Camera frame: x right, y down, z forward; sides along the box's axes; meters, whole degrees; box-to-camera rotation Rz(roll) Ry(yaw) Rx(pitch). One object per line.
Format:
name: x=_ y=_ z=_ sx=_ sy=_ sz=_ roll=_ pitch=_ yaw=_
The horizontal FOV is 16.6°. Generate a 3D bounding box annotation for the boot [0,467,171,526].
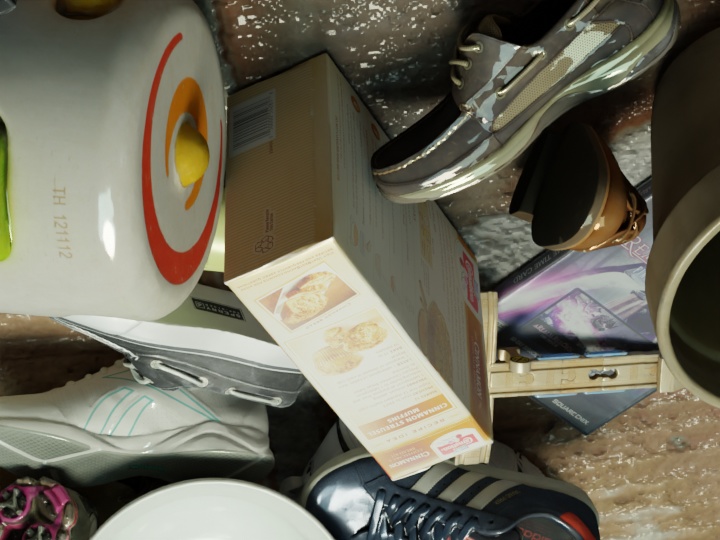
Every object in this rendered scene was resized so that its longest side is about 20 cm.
boot: x=-0.156 y=0.157 z=1.650 sx=0.199 sy=0.074 sz=0.075 roll=20 pitch=143 yaw=-20

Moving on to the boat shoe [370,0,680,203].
boat shoe: x=0.083 y=-0.115 z=1.396 sx=0.199 sy=0.075 sz=0.073 roll=-34 pitch=112 yaw=5

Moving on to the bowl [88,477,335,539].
bowl: x=-0.101 y=0.225 z=1.600 sx=0.199 sy=0.090 sz=0.203 roll=-1 pitch=99 yaw=-7

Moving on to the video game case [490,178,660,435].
video game case: x=0.173 y=0.022 z=1.581 sx=0.200 sy=0.019 sz=0.143 roll=-35 pitch=127 yaw=29

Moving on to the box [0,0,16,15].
box: x=-0.279 y=-0.208 z=1.250 sx=0.131 sy=0.115 sz=0.200 roll=-23 pitch=131 yaw=20

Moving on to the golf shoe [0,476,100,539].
golf shoe: x=-0.251 y=0.214 z=1.589 sx=0.199 sy=0.073 sz=0.092 roll=-34 pitch=155 yaw=4

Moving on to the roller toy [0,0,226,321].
roller toy: x=-0.149 y=-0.068 z=1.339 sx=0.139 sy=0.201 sz=0.183 roll=4 pitch=153 yaw=14

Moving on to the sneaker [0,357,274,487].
sneaker: x=-0.156 y=0.094 z=1.588 sx=0.199 sy=0.081 sz=0.071 roll=4 pitch=151 yaw=-13

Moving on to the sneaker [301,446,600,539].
sneaker: x=0.062 y=0.166 z=1.578 sx=0.198 sy=0.085 sz=0.075 roll=6 pitch=118 yaw=-8

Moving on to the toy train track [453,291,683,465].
toy train track: x=0.117 y=0.071 z=1.563 sx=0.198 sy=0.033 sz=0.116 roll=-3 pitch=107 yaw=-15

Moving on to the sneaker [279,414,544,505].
sneaker: x=0.043 y=0.162 z=1.677 sx=0.199 sy=0.075 sz=0.115 roll=30 pitch=127 yaw=-23

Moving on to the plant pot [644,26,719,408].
plant pot: x=0.241 y=-0.046 z=1.396 sx=0.198 sy=0.174 sz=0.201 roll=-8 pitch=137 yaw=-7

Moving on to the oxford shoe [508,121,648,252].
oxford shoe: x=0.135 y=-0.041 z=1.400 sx=0.071 sy=0.200 sz=0.072 roll=24 pitch=96 yaw=-4

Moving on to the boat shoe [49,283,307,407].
boat shoe: x=-0.121 y=0.043 z=1.542 sx=0.199 sy=0.072 sz=0.068 roll=13 pitch=120 yaw=-26

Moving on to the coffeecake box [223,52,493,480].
coffeecake box: x=0.000 y=0.000 z=1.449 sx=0.073 sy=0.154 sz=0.200 roll=-22 pitch=133 yaw=19

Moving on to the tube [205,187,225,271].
tube: x=-0.174 y=-0.034 z=1.483 sx=0.198 sy=0.052 sz=0.059 roll=7 pitch=94 yaw=-4
